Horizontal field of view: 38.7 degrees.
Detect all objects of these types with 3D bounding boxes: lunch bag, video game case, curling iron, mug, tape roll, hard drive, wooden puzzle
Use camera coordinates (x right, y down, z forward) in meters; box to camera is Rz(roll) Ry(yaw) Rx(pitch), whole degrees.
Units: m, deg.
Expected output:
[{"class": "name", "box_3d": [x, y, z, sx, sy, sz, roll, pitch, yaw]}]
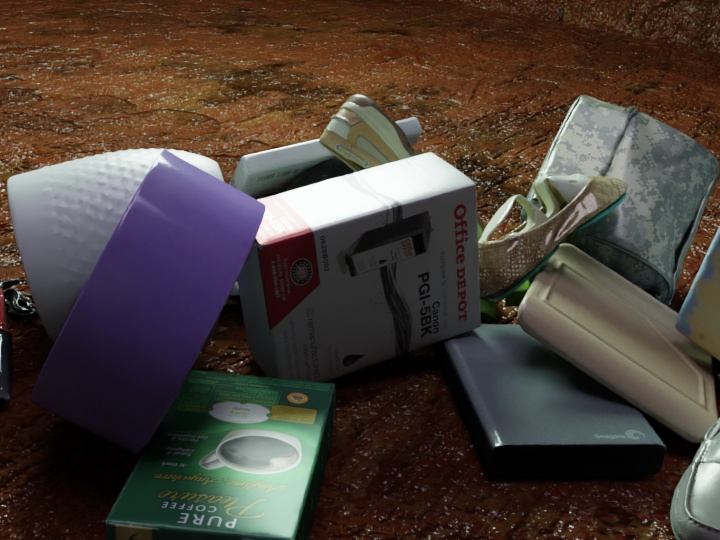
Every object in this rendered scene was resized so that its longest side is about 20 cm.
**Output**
[{"class": "lunch bag", "box_3d": [0.273, -0.063, 1.080, 0.167, 0.140, 0.201, 19, 59, 21]}, {"class": "video game case", "box_3d": [-0.052, -0.100, 1.111, 0.199, 0.023, 0.182, -16, -12, -22]}, {"class": "curling iron", "box_3d": [-0.298, 0.055, 0.874, 0.049, 0.026, 0.200, -3, 25, -12]}, {"class": "mug", "box_3d": [-0.191, -0.008, 0.887, 0.174, 0.148, 0.201, -15, 70, -10]}, {"class": "tape roll", "box_3d": [-0.150, 0.021, 0.732, 0.085, 0.201, 0.200, 28, 21, -10]}, {"class": "hard drive", "box_3d": [0.150, 0.104, 0.859, 0.138, 0.033, 0.200, 2, 24, -10]}, {"class": "wooden puzzle", "box_3d": [0.230, 0.061, 0.911, 0.184, 0.037, 0.200, 34, 26, 7]}]

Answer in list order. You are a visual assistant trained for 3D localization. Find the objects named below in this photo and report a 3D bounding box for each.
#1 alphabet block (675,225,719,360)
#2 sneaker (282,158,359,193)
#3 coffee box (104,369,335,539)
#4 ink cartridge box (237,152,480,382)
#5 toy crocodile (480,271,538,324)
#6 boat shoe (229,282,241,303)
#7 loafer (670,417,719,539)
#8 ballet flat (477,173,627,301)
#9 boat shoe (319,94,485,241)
[{"class": "alphabet block", "box_3d": [0.434, 0.012, 0.896, 0.195, 0.197, 0.200, -17, 44, -38]}, {"class": "sneaker", "box_3d": [-0.079, -0.038, 1.081, 0.199, 0.121, 0.084, -27, 70, 2]}, {"class": "coffee box", "box_3d": [-0.088, 0.137, 0.711, 0.122, 0.044, 0.200, 5, 23, 3]}, {"class": "ink cartridge box", "box_3d": [0.000, 0.000, 0.878, 0.199, 0.148, 0.083, -18, 31, -20]}, {"class": "toy crocodile", "box_3d": [0.080, 0.005, 1.002, 0.198, 0.068, 0.062, 10, -21, 12]}, {"class": "boat shoe", "box_3d": [-0.090, 0.028, 0.976, 0.198, 0.073, 0.063, 13, 67, 4]}, {"class": "loafer", "box_3d": [0.276, 0.142, 0.752, 0.069, 0.070, 0.200, 17, 26, 23]}, {"class": "ballet flat", "box_3d": [0.171, -0.050, 0.945, 0.200, 0.066, 0.070, -37, 10, -29]}, {"class": "boat shoe", "box_3d": [0.038, -0.077, 1.013, 0.200, 0.076, 0.072, 44, -14, -12]}]
